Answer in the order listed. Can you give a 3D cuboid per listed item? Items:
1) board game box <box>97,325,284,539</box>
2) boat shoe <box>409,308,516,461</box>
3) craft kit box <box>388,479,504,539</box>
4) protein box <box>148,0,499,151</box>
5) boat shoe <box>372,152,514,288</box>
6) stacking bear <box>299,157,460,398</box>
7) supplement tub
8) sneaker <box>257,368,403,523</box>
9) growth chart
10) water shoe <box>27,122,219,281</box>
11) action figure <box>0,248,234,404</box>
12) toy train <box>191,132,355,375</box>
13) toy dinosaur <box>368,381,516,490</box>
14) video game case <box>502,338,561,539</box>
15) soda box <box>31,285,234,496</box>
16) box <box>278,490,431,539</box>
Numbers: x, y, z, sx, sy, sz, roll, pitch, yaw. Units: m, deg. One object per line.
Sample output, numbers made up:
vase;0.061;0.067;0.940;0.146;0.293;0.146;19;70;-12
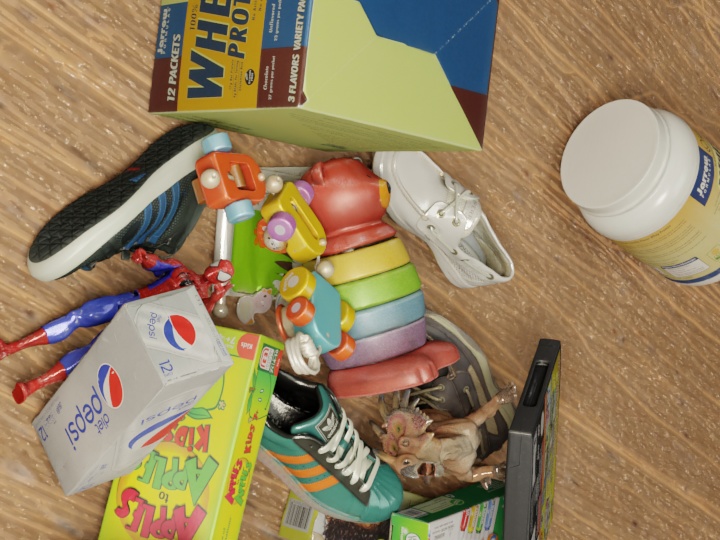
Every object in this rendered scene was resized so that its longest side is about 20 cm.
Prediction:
board game box;-0.137;0.144;1.155;0.048;0.101;0.202;30;72;-65
boat shoe;0.085;0.114;1.374;0.200;0.074;0.073;51;61;-30
craft kit box;0.083;0.306;1.320;0.200;0.048;0.199;-5;104;-59
protein box;-0.030;-0.178;1.164;0.198;0.199;0.136;8;88;-41
boat shoe;0.085;-0.056;1.353;0.200;0.069;0.071;46;59;-39
stacking bear;0.000;0.000;1.247;0.121;0.113;0.202;-24;100;-70
supplement tub;0.318;-0.082;1.517;0.199;0.144;0.145;28;75;-39
sneaker;-0.035;0.147;1.222;0.199;0.080;0.072;36;55;-15
growth chart;-0.052;-0.030;1.279;0.199;0.018;0.146;-9;100;-40
water shoe;-0.171;-0.038;1.138;0.200;0.071;0.079;-42;122;-30
action figure;-0.176;0.027;1.095;0.199;0.099;0.066;-26;78;-28
toy train;-0.076;-0.008;1.148;0.150;0.055;0.201;-13;81;-63
toy dinosaur;0.057;0.151;1.282;0.134;0.200;0.087;1;76;-15
video game case;0.157;0.192;1.322;0.181;0.025;0.202;-56;149;-62
soda box;-0.172;0.092;1.061;0.063;0.200;0.069;-16;70;-40
box;0.019;0.237;1.340;0.199;0.050;0.076;22;78;-41
